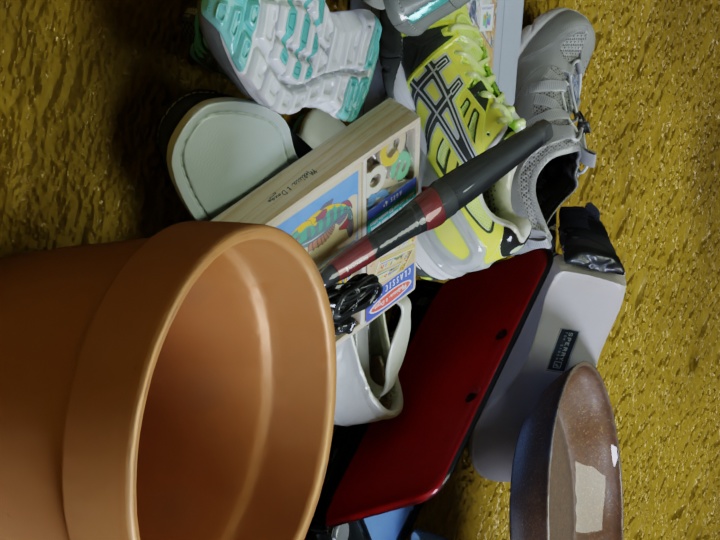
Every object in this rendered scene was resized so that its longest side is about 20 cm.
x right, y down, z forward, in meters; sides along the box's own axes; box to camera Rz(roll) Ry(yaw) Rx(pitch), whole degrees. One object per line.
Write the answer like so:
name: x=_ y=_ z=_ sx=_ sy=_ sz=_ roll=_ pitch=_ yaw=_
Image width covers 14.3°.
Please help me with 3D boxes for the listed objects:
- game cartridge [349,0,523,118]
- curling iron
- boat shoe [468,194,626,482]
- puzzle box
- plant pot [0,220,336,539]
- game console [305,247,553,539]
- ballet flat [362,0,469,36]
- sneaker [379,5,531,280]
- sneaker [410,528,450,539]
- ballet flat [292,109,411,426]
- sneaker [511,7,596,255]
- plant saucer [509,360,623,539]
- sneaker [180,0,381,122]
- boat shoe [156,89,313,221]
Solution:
game cartridge: x=0.051 y=-0.164 z=1.791 sx=0.200 sy=0.041 sz=0.134 roll=-14 pitch=114 yaw=-62
curling iron: x=0.037 y=-0.030 z=1.602 sx=0.200 sy=0.026 sz=0.050 roll=-41 pitch=156 yaw=-29
boat shoe: x=0.123 y=0.044 z=1.941 sx=0.093 sy=0.074 sz=0.201 roll=-99 pitch=-152 yaw=-52
puzzle box: x=-0.043 y=0.007 z=1.568 sx=0.200 sy=0.025 sz=0.134 roll=-37 pitch=145 yaw=-32
plant pot: x=-0.117 y=0.070 z=1.403 sx=0.200 sy=0.139 sz=0.201 roll=-26 pitch=120 yaw=-59
game console: x=0.053 y=0.105 z=1.780 sx=0.200 sy=0.118 sz=0.173 roll=-61 pitch=147 yaw=-34
ballet flat: x=0.005 y=-0.192 z=1.601 sx=0.064 sy=0.200 sz=0.067 roll=-38 pitch=125 yaw=5
sneaker: x=0.060 y=-0.097 z=1.684 sx=0.075 sy=0.076 sz=0.201 roll=-6 pitch=88 yaw=-62
sneaker: x=0.058 y=0.243 z=1.865 sx=0.091 sy=0.078 sz=0.200 roll=-57 pitch=154 yaw=-27
ballet flat: x=0.000 y=0.000 z=1.702 sx=0.069 sy=0.069 sz=0.201 roll=-37 pitch=130 yaw=-55
sneaker: x=0.126 y=-0.086 z=1.908 sx=0.201 sy=0.082 sz=0.075 roll=-68 pitch=150 yaw=-26
plant saucer: x=0.132 y=0.160 z=1.862 sx=0.200 sy=0.036 sz=0.202 roll=-2 pitch=90 yaw=-72
sneaker: x=-0.059 y=-0.122 z=1.514 sx=0.200 sy=0.091 sz=0.078 roll=27 pitch=77 yaw=-72
boat shoe: x=-0.066 y=-0.056 z=1.564 sx=0.076 sy=0.060 sz=0.200 roll=-50 pitch=151 yaw=-1
